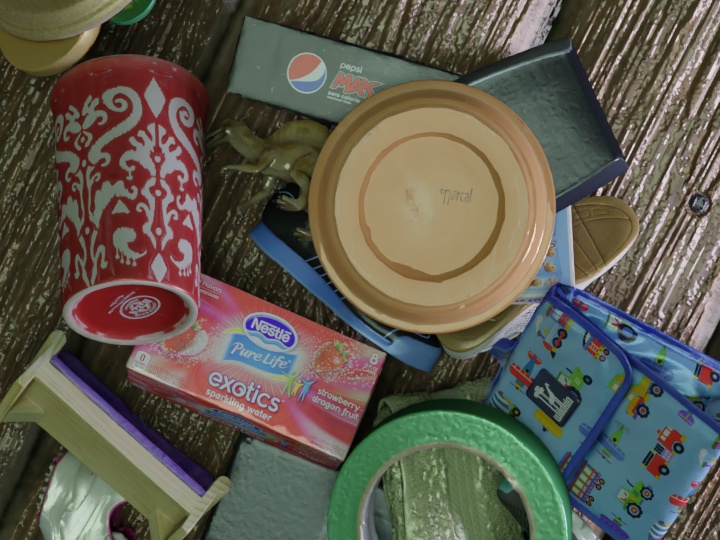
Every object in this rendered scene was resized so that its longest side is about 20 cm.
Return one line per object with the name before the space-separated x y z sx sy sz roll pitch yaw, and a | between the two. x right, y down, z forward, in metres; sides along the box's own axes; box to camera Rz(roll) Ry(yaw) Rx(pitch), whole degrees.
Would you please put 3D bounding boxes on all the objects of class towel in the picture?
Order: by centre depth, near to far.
towel | 0.090 0.196 1.381 0.147 0.036 0.203 -10 95 -23

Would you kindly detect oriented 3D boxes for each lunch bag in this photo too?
lunch bag | 0.196 0.110 1.313 0.199 0.094 0.151 33 125 11

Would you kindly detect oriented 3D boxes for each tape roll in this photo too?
tape roll | 0.073 0.208 1.311 0.198 0.048 0.203 2 98 13

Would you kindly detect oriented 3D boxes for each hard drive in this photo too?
hard drive | 0.107 -0.096 1.304 0.198 0.042 0.136 -25 89 1
hard drive | -0.036 0.235 1.414 0.198 0.033 0.141 21 96 -1

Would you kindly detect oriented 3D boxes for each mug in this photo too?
mug | -0.185 -0.042 1.305 0.132 0.178 0.202 -2 60 -6

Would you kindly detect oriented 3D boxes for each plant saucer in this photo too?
plant saucer | 0.056 -0.050 1.269 0.198 0.032 0.203 0 91 2

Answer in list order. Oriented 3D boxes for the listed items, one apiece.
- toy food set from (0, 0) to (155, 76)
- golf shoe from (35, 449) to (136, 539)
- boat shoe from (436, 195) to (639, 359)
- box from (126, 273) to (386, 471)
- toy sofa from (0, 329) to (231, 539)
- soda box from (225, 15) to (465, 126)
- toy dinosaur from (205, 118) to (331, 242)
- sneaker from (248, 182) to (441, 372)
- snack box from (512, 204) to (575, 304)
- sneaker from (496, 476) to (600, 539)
toy food set | -0.225 -0.267 1.312 0.197 0.049 0.201 -28 55 11
golf shoe | -0.249 0.260 1.404 0.090 0.075 0.202 14 98 -4
boat shoe | 0.149 0.007 1.371 0.199 0.069 0.071 -32 69 -4
box | -0.089 0.082 1.356 0.198 0.095 0.104 24 76 -1
toy sofa | -0.204 0.141 1.360 0.200 0.083 0.098 42 51 -2
soda box | -0.010 -0.157 1.355 0.198 0.063 0.072 16 96 -1
toy dinosaur | -0.042 -0.081 1.328 0.198 0.058 0.102 15 59 5
sneaker | 0.000 0.000 1.361 0.199 0.070 0.078 39 97 5
snack box | 0.140 -0.072 1.343 0.071 0.024 0.202 -2 74 4
sneaker | 0.169 0.262 1.364 0.091 0.077 0.201 -42 109 -11
